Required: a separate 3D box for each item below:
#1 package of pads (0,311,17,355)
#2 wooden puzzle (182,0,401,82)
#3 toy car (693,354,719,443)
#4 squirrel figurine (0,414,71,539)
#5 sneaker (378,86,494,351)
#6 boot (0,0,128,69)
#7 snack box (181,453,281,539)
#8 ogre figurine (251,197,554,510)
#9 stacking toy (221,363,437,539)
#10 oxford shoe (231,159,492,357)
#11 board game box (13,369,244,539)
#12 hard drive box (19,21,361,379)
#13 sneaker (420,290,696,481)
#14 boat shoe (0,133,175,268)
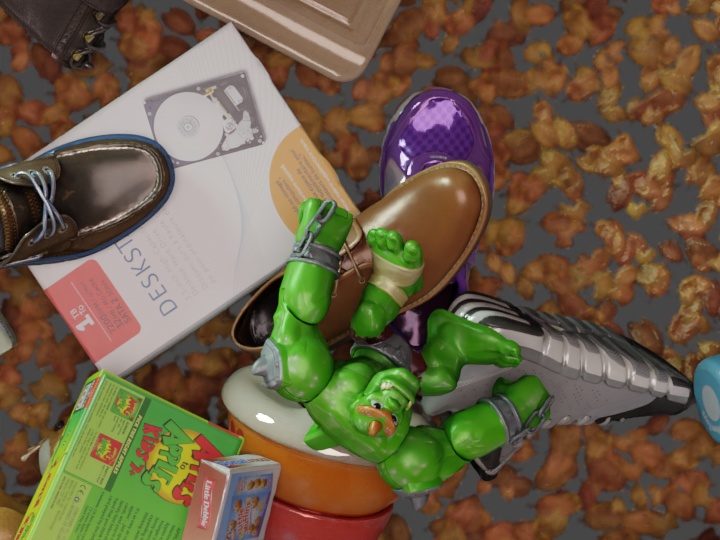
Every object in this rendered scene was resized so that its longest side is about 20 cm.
[{"bbox_3d":[-0.349,0.034,1.684,0.200,0.068,0.155,-31,93,-3],"label":"package of pads"},{"bbox_3d":[-0.039,-0.251,1.694,0.185,0.046,0.200,28,109,-1],"label":"wooden puzzle"},{"bbox_3d":[0.342,0.139,1.689,0.184,0.177,0.200,-16,106,-18],"label":"toy car"},{"bbox_3d":[-0.168,0.196,1.680,0.200,0.142,0.187,35,78,-12],"label":"squirrel figurine"},{"bbox_3d":[0.047,-0.022,1.699,0.080,0.088,0.200,9,89,-2],"label":"sneaker"},{"bbox_3d":[-0.145,-0.200,1.675,0.200,0.069,0.174,37,116,6],"label":"boot"},{"bbox_3d":[-0.096,0.213,1.591,0.024,0.072,0.200,16,96,25],"label":"snack box"},{"bbox_3d":[0.019,0.061,1.576,0.200,0.098,0.120,49,66,-34],"label":"ogre figurine"},{"bbox_3d":[-0.039,0.170,1.689,0.146,0.146,0.200,14,105,-4],"label":"stacking toy"},{"bbox_3d":[0.000,0.000,1.635,0.200,0.071,0.071,-39,73,24],"label":"oxford shoe"},{"bbox_3d":[-0.160,0.174,1.592,0.102,0.048,0.200,27,73,-13],"label":"board game box"},{"bbox_3d":[-0.123,-0.042,1.694,0.200,0.077,0.156,-35,92,-2],"label":"hard drive box"},{"bbox_3d":[0.121,0.090,1.703,0.200,0.075,0.116,18,104,-29],"label":"sneaker"},{"bbox_3d":[-0.212,-0.033,1.614,0.200,0.072,0.072,-21,91,-3],"label":"boat shoe"}]
